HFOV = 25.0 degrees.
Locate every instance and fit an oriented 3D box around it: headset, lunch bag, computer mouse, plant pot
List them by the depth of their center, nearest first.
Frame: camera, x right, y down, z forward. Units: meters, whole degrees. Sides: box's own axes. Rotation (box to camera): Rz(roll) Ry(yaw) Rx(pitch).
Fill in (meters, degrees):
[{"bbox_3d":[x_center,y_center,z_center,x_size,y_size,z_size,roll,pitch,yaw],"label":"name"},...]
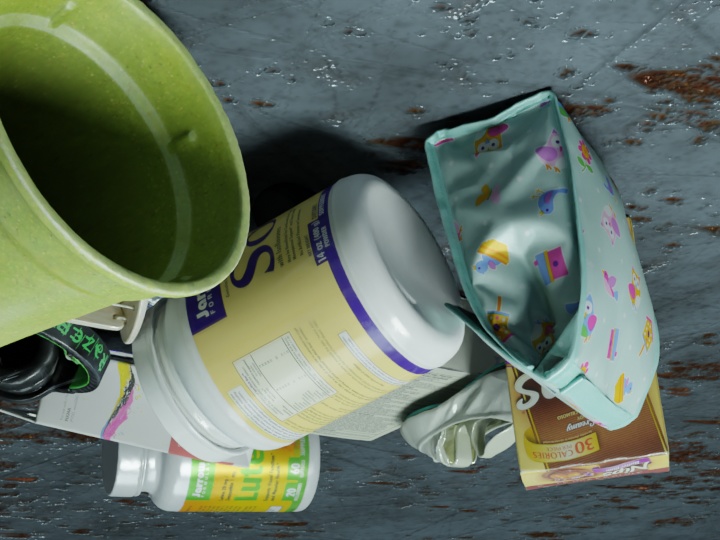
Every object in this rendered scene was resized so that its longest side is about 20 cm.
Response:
[{"bbox_3d":[-0.196,-0.041,0.919,0.184,0.201,0.200,-29,149,30],"label":"plant pot"},{"bbox_3d":[0.132,0.007,1.130,0.122,0.201,0.170,-19,155,17],"label":"lunch bag"},{"bbox_3d":[-0.282,0.061,1.216,0.199,0.094,0.124,3,149,36],"label":"headset"},{"bbox_3d":[0.000,0.000,1.217,0.200,0.034,0.059,33,132,-24],"label":"computer mouse"}]

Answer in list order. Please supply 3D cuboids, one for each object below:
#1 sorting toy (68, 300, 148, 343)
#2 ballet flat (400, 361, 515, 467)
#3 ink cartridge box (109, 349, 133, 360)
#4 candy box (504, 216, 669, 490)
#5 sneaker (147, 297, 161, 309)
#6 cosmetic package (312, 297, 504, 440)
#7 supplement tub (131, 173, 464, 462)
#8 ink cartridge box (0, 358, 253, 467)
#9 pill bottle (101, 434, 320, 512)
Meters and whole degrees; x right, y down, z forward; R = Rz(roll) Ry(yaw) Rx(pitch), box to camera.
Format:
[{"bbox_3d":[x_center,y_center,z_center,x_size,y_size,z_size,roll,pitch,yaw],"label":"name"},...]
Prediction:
[{"bbox_3d":[-0.220,-0.054,1.056,0.199,0.107,0.180,12,142,-19],"label":"sorting toy"},{"bbox_3d":[0.094,0.138,1.428,0.069,0.070,0.200,7,155,-28],"label":"ballet flat"},{"bbox_3d":[-0.111,0.073,1.338,0.199,0.044,0.198,13,174,-5],"label":"ink cartridge box"},{"bbox_3d":[0.173,0.065,1.284,0.116,0.201,0.056,-9,158,8],"label":"candy box"},{"bbox_3d":[-0.159,-0.004,1.205,0.199,0.076,0.088,-4,157,-7],"label":"sneaker"},{"bbox_3d":[0.029,0.090,1.474,0.103,0.073,0.200,12,151,-38],"label":"cosmetic package"},{"bbox_3d":[-0.044,0.037,1.131,0.200,0.146,0.145,-29,150,21],"label":"supplement tub"},{"bbox_3d":[-0.194,0.112,1.370,0.199,0.068,0.116,11,174,13],"label":"ink cartridge box"},{"bbox_3d":[-0.149,0.182,1.598,0.199,0.112,0.111,3,156,-20],"label":"pill bottle"}]
